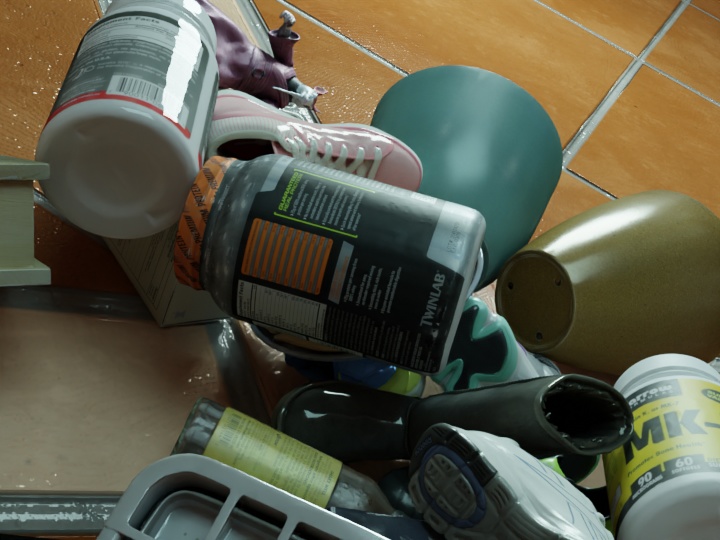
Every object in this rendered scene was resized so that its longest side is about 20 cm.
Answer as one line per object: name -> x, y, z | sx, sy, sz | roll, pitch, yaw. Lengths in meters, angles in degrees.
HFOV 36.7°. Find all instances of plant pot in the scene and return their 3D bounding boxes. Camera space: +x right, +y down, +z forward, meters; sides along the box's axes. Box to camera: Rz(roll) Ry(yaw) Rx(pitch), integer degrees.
plant pot -> 0.082, -0.070, 1.046 | 0.200, 0.201, 0.161 | 26, 46, -2
plant pot -> 0.227, 0.020, 1.020 | 0.200, 0.187, 0.186 | -6, 44, -43

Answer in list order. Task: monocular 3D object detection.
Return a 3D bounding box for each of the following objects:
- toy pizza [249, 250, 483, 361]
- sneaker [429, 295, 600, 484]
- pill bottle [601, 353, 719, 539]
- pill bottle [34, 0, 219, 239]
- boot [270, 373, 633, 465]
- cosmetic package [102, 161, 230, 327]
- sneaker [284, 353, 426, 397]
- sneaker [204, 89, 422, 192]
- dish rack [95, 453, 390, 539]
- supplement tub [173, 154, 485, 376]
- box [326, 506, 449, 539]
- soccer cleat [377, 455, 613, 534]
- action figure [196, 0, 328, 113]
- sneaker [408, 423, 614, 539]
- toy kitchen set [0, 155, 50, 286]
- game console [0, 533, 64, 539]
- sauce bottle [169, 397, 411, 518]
toy pizza -> 0.000, 0.000, 0.885 | 0.200, 0.032, 0.200 | -12, 34, 8
sneaker -> 0.119, 0.087, 0.928 | 0.200, 0.078, 0.140 | 51, 10, -3
pill bottle -> 0.227, 0.143, 0.754 | 0.114, 0.114, 0.200 | 25, 22, -3
pill bottle -> -0.167, -0.127, 0.820 | 0.114, 0.114, 0.200 | 18, 38, -14
boot -> 0.059, 0.108, 0.760 | 0.181, 0.073, 0.200 | 1, -4, -35
cosmetic package -> -0.168, -0.058, 0.916 | 0.073, 0.104, 0.200 | -5, 44, -41
sneaker -> -0.021, 0.034, 0.919 | 0.105, 0.076, 0.200 | 5, 38, -32
sneaker -> -0.040, -0.083, 0.894 | 0.200, 0.075, 0.105 | 17, 24, -13
dish rack -> -0.072, 0.200, 0.511 | 0.171, 0.044, 0.200 | 21, 57, 16
supplement tub -> -0.021, -0.009, 0.765 | 0.199, 0.123, 0.123 | 17, 30, 7
box -> 0.066, 0.256, 0.608 | 0.200, 0.118, 0.197 | 13, 32, -20
soccer cleat -> 0.108, 0.168, 0.809 | 0.200, 0.081, 0.068 | 14, 33, -21
action figure -> -0.132, -0.221, 1.231 | 0.200, 0.134, 0.149 | 25, -15, -27
sneaker -> 0.116, 0.157, 0.617 | 0.087, 0.075, 0.200 | 0, 39, -46
toy kitchen set -> -0.325, 0.005, 0.727 | 0.199, 0.164, 0.180 | -1, 8, -27
game console -> -0.156, 0.227, 0.578 | 0.200, 0.117, 0.176 | 13, 3, -23
sauce bottle -> -0.033, 0.155, 0.736 | 0.200, 0.065, 0.065 | 26, 30, 0
